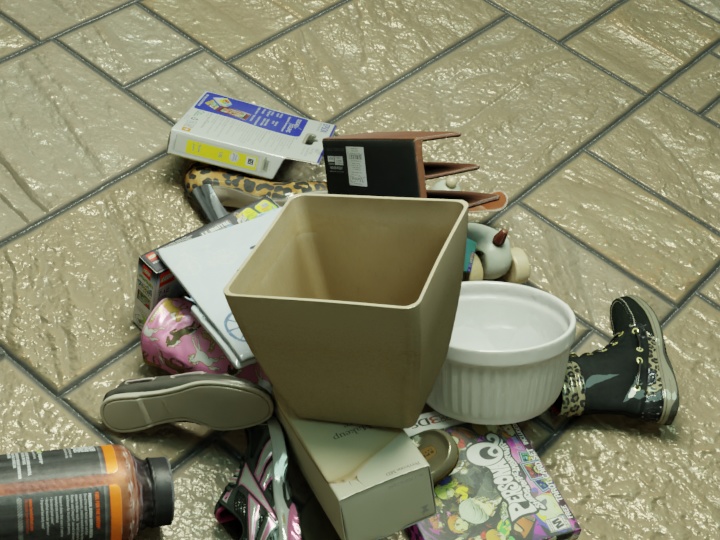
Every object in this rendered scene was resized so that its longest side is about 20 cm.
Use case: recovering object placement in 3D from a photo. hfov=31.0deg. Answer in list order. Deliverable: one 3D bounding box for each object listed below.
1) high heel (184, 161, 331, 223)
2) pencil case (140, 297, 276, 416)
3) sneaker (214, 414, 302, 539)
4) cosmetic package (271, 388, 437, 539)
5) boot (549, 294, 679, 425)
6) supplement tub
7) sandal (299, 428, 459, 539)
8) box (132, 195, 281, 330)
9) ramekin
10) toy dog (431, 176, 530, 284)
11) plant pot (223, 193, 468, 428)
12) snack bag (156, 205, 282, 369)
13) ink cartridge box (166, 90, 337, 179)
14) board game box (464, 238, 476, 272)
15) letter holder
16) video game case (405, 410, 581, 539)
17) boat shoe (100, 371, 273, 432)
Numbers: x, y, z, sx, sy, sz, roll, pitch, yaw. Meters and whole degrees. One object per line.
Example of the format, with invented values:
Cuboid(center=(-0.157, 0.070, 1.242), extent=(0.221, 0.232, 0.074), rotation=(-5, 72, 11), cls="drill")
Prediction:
Cuboid(center=(-0.129, -0.118, 1.734), extent=(0.200, 0.071, 0.143), rotation=(-18, 54, -23), cls="high heel")
Cuboid(center=(-0.155, 0.096, 1.478), extent=(0.200, 0.083, 0.087), rotation=(19, 38, 20), cls="pencil case")
Cuboid(center=(-0.114, 0.235, 1.375), extent=(0.086, 0.080, 0.200), rotation=(-7, 40, -7), cls="sneaker")
Cuboid(center=(-0.010, 0.188, 1.355), extent=(0.103, 0.073, 0.200), rotation=(-19, 34, -16), cls="cosmetic package")
Cuboid(center=(0.301, 0.107, 1.623), extent=(0.153, 0.074, 0.204), rotation=(1, 43, -10), cls="boot")
Cuboid(center=(-0.291, 0.232, 1.304), extent=(0.200, 0.107, 0.107), rotation=(-3, 46, -18), cls="supplement tub")
Cuboid(center=(0.016, 0.228, 1.400), extent=(0.200, 0.054, 0.080), rotation=(-31, 53, -11), cls="sandal")
Cuboid(center=(-0.184, -0.007, 1.577), extent=(0.200, 0.110, 0.035), rotation=(-29, 59, -36), cls="box")
Cuboid(center=(0.151, 0.098, 1.527), extent=(0.200, 0.105, 0.200), rotation=(0, 23, 0), cls="ramekin")
Cuboid(center=(0.151, -0.062, 1.736), extent=(0.132, 0.096, 0.200), rotation=(-27, 57, -36), cls="toy dog")
Cuboid(center=(0.000, 0.049, 1.334), extent=(0.199, 0.177, 0.200), rotation=(3, 33, 20), cls="plant pot")
Cuboid(center=(-0.115, 0.015, 1.486), extent=(0.188, 0.021, 0.200), rotation=(-21, 53, -32), cls="snack bag")
Cuboid(center=(-0.143, -0.180, 1.774), extent=(0.200, 0.047, 0.198), rotation=(17, 22, 0), cls="ink cartridge box")
Cuboid(center=(0.045, -0.039, 1.609), extent=(0.152, 0.045, 0.200), rotation=(11, -1, 20), cls="board game box")
Cuboid(center=(0.068, -0.130, 1.664), extent=(0.142, 0.101, 0.200), rotation=(-14, 13, -34), cls="letter holder")
Cuboid(center=(0.123, 0.241, 1.460), extent=(0.181, 0.036, 0.200), rotation=(-10, 49, -22), cls="video game case")
Cuboid(center=(-0.188, 0.137, 1.426), extent=(0.200, 0.067, 0.057), rotation=(-5, 28, 13), cls="boat shoe")
